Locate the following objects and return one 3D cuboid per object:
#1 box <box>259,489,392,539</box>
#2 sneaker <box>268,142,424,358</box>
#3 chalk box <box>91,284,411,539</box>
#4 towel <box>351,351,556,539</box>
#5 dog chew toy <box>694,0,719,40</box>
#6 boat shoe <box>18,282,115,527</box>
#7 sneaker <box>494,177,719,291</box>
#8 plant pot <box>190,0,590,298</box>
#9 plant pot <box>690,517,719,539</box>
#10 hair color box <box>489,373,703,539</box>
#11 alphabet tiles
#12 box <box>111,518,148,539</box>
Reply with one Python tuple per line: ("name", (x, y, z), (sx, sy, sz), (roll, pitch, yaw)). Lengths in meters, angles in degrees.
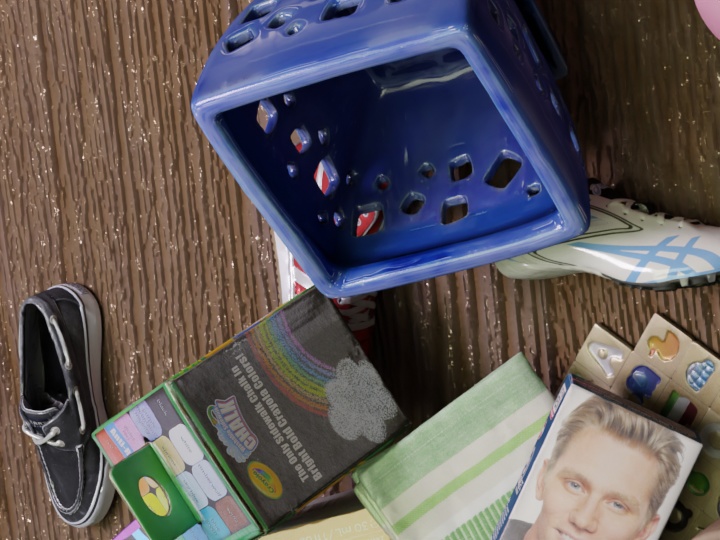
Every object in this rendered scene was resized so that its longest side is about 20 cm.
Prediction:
("box", (-0.014, 0.271, 1.665), (0.152, 0.106, 0.201), (-17, 91, 9))
("sneaker", (0.000, 0.000, 1.647), (0.112, 0.071, 0.201), (-11, 93, 38))
("chalk box", (-0.090, 0.120, 1.574), (0.125, 0.200, 0.124), (57, 143, 0))
("towel", (0.108, 0.181, 1.584), (0.152, 0.023, 0.200), (-36, 91, 6))
("dog chew toy", (0.296, -0.151, 1.395), (0.200, 0.124, 0.125), (47, 122, 6))
("boat shoe", (-0.242, 0.113, 1.831), (0.071, 0.068, 0.201), (8, 105, 32))
("sneaker", (0.179, -0.024, 1.527), (0.199, 0.072, 0.073), (5, 95, 29))
("plant pot", (0.028, -0.124, 1.497), (0.199, 0.180, 0.200), (-15, 133, 22))
("plant pot", (0.235, 0.272, 1.460), (0.200, 0.174, 0.201), (31, 133, 40))
("hair color box", (0.143, 0.182, 1.540), (0.100, 0.061, 0.201), (24, 95, 2))
("alphabet tiles", (0.217, 0.132, 1.573), (0.200, 0.006, 0.167), (37, 119, 21))
("box", (-0.122, 0.241, 1.774), (0.200, 0.036, 0.143), (-43, 77, 18))
